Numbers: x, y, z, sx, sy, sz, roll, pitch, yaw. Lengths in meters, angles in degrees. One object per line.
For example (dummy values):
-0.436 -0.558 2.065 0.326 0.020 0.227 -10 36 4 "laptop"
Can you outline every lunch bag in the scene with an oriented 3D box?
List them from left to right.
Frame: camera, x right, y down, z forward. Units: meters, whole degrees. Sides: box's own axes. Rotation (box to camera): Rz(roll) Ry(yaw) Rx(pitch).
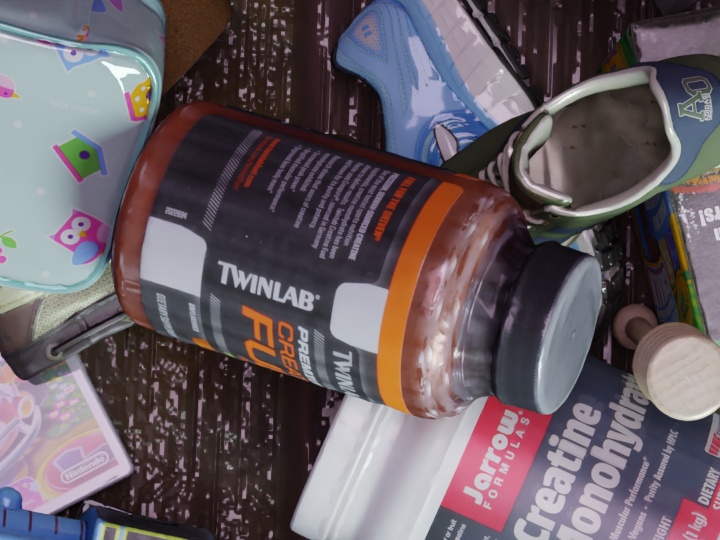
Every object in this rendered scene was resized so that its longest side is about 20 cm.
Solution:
-0.193 -0.073 1.309 0.199 0.077 0.161 13 128 -8 "lunch bag"

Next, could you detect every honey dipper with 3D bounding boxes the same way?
0.134 0.037 1.346 0.038 0.200 0.038 0 94 -2 "honey dipper"

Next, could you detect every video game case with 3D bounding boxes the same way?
-0.216 0.041 1.430 0.143 0.018 0.201 -27 86 -3 "video game case"

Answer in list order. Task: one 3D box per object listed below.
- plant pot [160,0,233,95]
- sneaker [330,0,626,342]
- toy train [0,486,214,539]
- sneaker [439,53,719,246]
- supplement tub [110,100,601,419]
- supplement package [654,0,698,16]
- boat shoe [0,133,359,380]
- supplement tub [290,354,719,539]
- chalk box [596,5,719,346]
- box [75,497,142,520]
-0.161 -0.160 1.385 0.186 0.186 0.200 -45 102 -4 "plant pot"
0.056 -0.048 1.427 0.090 0.078 0.200 -33 82 14 "sneaker"
-0.152 0.156 1.329 0.199 0.087 0.115 12 82 -10 "toy train"
0.084 -0.047 1.312 0.200 0.090 0.067 -24 81 34 "sneaker"
0.000 0.000 1.278 0.199 0.107 0.107 17 84 21 "supplement tub"
0.155 -0.243 1.410 0.119 0.121 0.201 -28 87 -2 "supplement package"
-0.087 -0.008 1.416 0.199 0.073 0.065 -21 105 -8 "boat shoe"
0.082 0.105 1.367 0.199 0.140 0.141 24 85 2 "supplement tub"
0.198 -0.022 1.391 0.124 0.124 0.201 -12 86 -3 "chalk box"
-0.062 0.213 1.401 0.199 0.050 0.158 19 85 0 "box"
